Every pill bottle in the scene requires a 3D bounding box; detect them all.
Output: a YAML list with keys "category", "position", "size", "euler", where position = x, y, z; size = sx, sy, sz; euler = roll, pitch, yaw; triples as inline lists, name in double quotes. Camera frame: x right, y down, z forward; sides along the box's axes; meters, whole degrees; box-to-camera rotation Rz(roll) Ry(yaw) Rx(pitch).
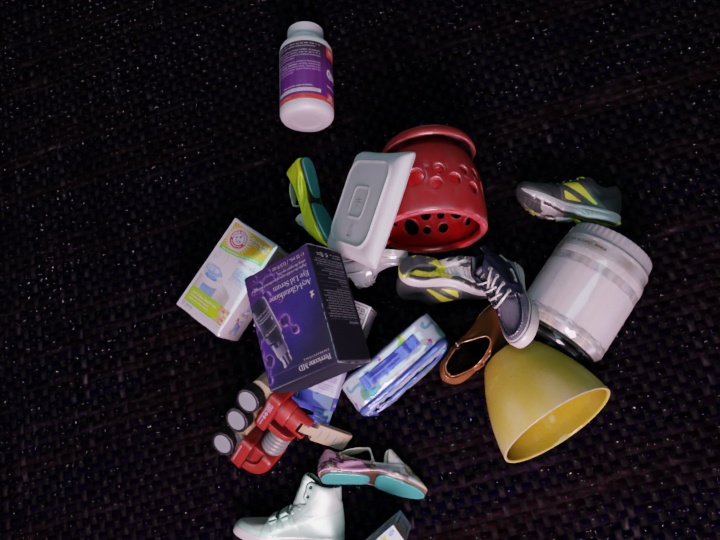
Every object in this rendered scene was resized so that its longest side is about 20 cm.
- category: "pill bottle"
  position: [-0.111, -0.397, 1.180]
  size: [0.110, 0.112, 0.204]
  euler: [-4, 78, 8]

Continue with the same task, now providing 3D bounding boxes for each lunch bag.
- category: "lunch bag"
  position: [0.064, 0.168, 1.003]
  size: [0.199, 0.161, 0.083]
  euler: [-40, 74, -2]

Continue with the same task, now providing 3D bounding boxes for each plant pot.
- category: "plant pot"
  position: [0.123, -0.148, 1.045]
  size: [0.197, 0.201, 0.186]
  euler: [-6, 72, 8]
- category: "plant pot"
  position: [0.287, 0.200, 0.960]
  size: [0.198, 0.201, 0.143]
  euler: [-31, 54, 1]

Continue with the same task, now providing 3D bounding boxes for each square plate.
- category: "square plate"
  position: [0.007, -0.116, 1.010]
  size: [0.028, 0.199, 0.201]
  euler: [18, 91, -28]

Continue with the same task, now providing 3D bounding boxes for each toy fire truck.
- category: "toy fire truck"
  position: [-0.134, 0.291, 1.032]
  size: [0.199, 0.129, 0.177]
  euler: [38, 116, 9]

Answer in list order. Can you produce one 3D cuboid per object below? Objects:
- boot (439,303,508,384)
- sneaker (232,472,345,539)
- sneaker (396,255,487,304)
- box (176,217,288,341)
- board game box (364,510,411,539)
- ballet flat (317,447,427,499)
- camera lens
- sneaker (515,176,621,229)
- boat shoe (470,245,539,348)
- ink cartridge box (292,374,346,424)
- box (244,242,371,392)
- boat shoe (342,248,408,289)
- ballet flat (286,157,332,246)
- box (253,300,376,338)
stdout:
- category: "boot"
  position: [0.209, 0.114, 0.993]
  size: [0.199, 0.155, 0.077]
  euler: [-41, 74, -1]
- category: "sneaker"
  position: [-0.125, 0.418, 1.024]
  size: [0.196, 0.074, 0.121]
  euler: [1, 84, 0]
- category: "sneaker"
  position: [0.157, 0.022, 1.062]
  size: [0.196, 0.085, 0.075]
  euler: [9, 52, -10]
- category: "box"
  position: [-0.240, 0.019, 1.116]
  size: [0.112, 0.101, 0.201]
  euler: [33, 85, 14]
- category: "board game box"
  position: [-0.005, 0.489, 0.959]
  size: [0.199, 0.135, 0.034]
  euler: [-40, 75, -1]
- category: "ballet flat"
  position: [0.023, 0.349, 1.017]
  size: [0.196, 0.070, 0.072]
  euler: [10, 46, -3]
- category: "camera lens"
  position: [0.376, 0.043, 0.979]
  size: [0.159, 0.160, 0.201]
  euler: [34, 85, 14]
- category: "sneaker"
  position: [0.387, -0.136, 1.069]
  size: [0.197, 0.075, 0.086]
  euler: [18, 75, 4]
- category: "boat shoe"
  position: [0.228, 0.039, 0.952]
  size: [0.092, 0.201, 0.075]
  euler: [29, 119, -15]
- category: "ink cartridge box"
  position: [-0.085, 0.182, 1.089]
  size: [0.117, 0.042, 0.203]
  euler: [16, 82, 13]
- category: "box"
  position: [-0.089, 0.081, 0.954]
  size: [0.147, 0.104, 0.203]
  euler: [-27, 70, 26]
- category: "boat shoe"
  position: [-0.001, 0.000, 1.094]
  size: [0.198, 0.070, 0.073]
  euler: [-7, 85, 23]
- category: "ballet flat"
  position: [-0.104, -0.129, 1.153]
  size: [0.066, 0.067, 0.203]
  euler: [-25, 72, 25]
- category: "box"
  position: [-0.082, 0.089, 1.058]
  size: [0.197, 0.060, 0.118]
  euler: [22, 81, 15]
